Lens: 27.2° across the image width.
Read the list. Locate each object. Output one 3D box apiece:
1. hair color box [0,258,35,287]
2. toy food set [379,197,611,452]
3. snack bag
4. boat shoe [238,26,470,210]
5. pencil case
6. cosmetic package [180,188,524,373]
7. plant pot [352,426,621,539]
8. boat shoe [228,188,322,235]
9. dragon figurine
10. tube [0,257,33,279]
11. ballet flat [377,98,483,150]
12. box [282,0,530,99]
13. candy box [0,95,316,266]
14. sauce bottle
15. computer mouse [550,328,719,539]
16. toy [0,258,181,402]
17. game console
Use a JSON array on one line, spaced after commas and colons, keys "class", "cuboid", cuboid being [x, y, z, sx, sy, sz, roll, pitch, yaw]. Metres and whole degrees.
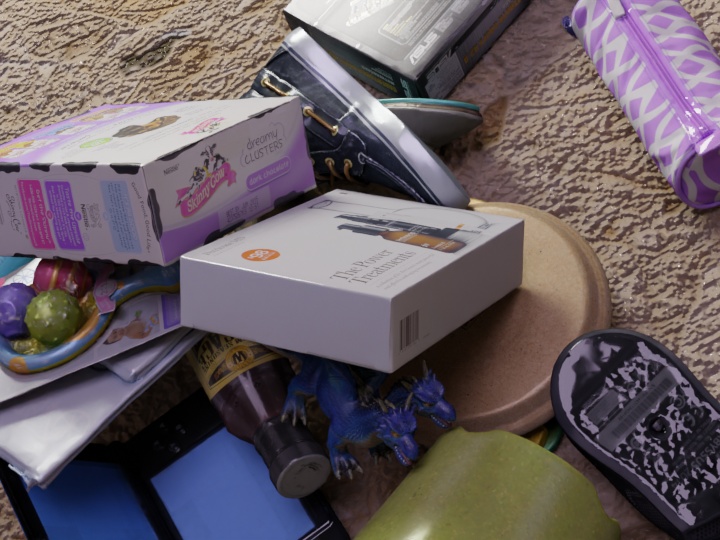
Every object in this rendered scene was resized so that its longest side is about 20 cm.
[{"class": "hair color box", "cuboid": [-0.201, 0.022, 1.158, 0.199, 0.061, 0.100, -30, 53, 1]}, {"class": "toy food set", "cuboid": [0.078, 0.039, 1.044, 0.199, 0.049, 0.199, 17, 67, 29]}, {"class": "snack bag", "cuboid": [-0.210, 0.050, 1.052, 0.188, 0.022, 0.200, 21, 56, 41]}, {"class": "boat shoe", "cuboid": [-0.010, -0.085, 1.095, 0.091, 0.071, 0.200, -47, 63, 5]}, {"class": "pencil case", "cuboid": [0.223, -0.139, 1.078, 0.083, 0.086, 0.201, -28, 54, 4]}, {"class": "cosmetic package", "cuboid": [0.000, 0.000, 0.964, 0.150, 0.052, 0.200, 8, 19, 27]}, {"class": "plant pot", "cuboid": [0.058, 0.202, 0.877, 0.199, 0.201, 0.185, 17, 54, 29]}, {"class": "boat shoe", "cuboid": [-0.069, -0.036, 1.143, 0.072, 0.065, 0.201, -15, 60, -34]}, {"class": "dragon figurine", "cuboid": [-0.012, 0.063, 0.954, 0.058, 0.100, 0.200, -15, 46, -31]}, {"class": "tube", "cuboid": [-0.299, -0.016, 1.234, 0.200, 0.050, 0.077, -49, 51, -7]}, {"class": "ballet flat", "cuboid": [0.003, -0.106, 1.169, 0.198, 0.067, 0.064, 9, 90, 27]}, {"class": "box", "cuboid": [0.057, -0.241, 1.232, 0.158, 0.048, 0.200, 31, 74, 35]}, {"class": "candy box", "cuboid": [-0.160, -0.066, 1.052, 0.199, 0.072, 0.167, 3, 22, 37]}, {"class": "sauce bottle", "cuboid": [-0.077, 0.075, 1.044, 0.066, 0.066, 0.200, -35, 48, -3]}, {"class": "computer mouse", "cuboid": [0.198, 0.124, 0.942, 0.138, 0.053, 0.200, -38, 67, -8]}, {"class": "toy", "cuboid": [-0.202, 0.018, 1.030, 0.198, 0.047, 0.116, -19, 37, 2]}, {"class": "game console", "cuboid": [-0.126, 0.158, 1.005, 0.170, 0.119, 0.200, -35, 54, -3]}]
